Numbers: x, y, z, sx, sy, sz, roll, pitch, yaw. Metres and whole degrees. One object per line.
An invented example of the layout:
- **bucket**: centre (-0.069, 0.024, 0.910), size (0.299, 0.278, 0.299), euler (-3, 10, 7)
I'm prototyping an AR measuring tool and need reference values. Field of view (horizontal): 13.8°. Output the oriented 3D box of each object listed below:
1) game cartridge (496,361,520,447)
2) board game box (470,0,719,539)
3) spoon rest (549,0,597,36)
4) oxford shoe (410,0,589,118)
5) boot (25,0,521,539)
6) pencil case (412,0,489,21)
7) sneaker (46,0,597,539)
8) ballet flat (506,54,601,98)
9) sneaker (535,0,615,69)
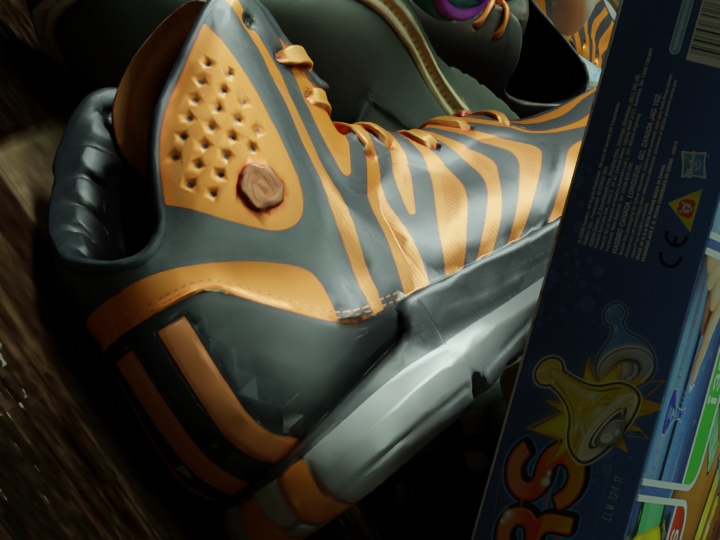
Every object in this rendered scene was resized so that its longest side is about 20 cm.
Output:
- **game cartridge**: centre (0.137, 0.081, 0.811), size (0.199, 0.032, 0.177), euler (-21, 89, -40)
- **board game box**: centre (0.068, 0.038, 0.674), size (0.034, 0.201, 0.135), euler (16, -1, 21)
- **spoon rest**: centre (-0.017, -0.124, 0.725), size (0.199, 0.100, 0.061), euler (27, -4, -10)
- **oxford shoe**: centre (0.018, -0.102, 1.020), size (0.200, 0.072, 0.072), euler (32, 64, -59)
- **boot**: centre (0.000, 0.000, 0.774), size (0.200, 0.077, 0.139), euler (25, 44, -47)
- **pencil case**: centre (-0.037, -0.151, 0.813), size (0.199, 0.085, 0.093), euler (30, 39, 6)
- **sneaker**: centre (0.004, -0.026, 0.703), size (0.112, 0.077, 0.200), euler (52, 39, -1)
- **ballet flat**: centre (0.099, -0.014, 1.158), size (0.200, 0.074, 0.074), euler (44, 17, -35)
- **sneaker**: centre (0.090, -0.073, 1.209), size (0.112, 0.077, 0.200), euler (60, 14, 23)
